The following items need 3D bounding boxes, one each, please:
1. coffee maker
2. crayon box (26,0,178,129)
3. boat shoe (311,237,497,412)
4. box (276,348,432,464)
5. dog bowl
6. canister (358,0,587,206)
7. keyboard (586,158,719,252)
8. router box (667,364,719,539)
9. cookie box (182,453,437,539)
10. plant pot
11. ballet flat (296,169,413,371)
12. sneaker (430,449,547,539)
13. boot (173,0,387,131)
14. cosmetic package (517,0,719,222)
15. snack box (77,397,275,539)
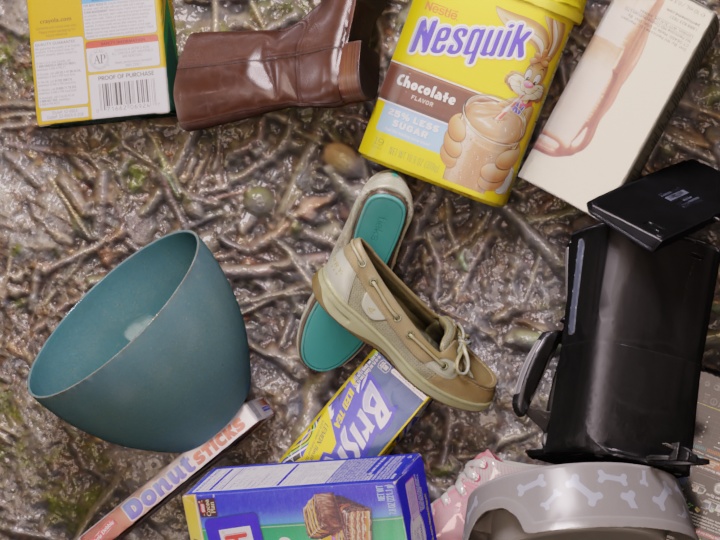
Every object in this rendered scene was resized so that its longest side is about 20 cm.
[{"bbox_3d":[0.236,0.067,1.643,0.192,0.135,0.200,-2,74,46],"label":"coffee maker"},{"bbox_3d":[-0.236,-0.235,1.800,0.125,0.052,0.200,-5,91,10],"label":"crayon box"},{"bbox_3d":[0.050,0.049,1.715,0.201,0.073,0.063,39,114,-16],"label":"boat shoe"},{"bbox_3d":[-0.020,0.162,1.763,0.070,0.064,0.200,41,96,7],"label":"box"},{"bbox_3d":[0.177,0.208,1.618,0.200,0.200,0.059,-7,68,10],"label":"dog bowl"},{"bbox_3d":[0.096,-0.171,1.728,0.148,0.087,0.200,21,96,9],"label":"canister"},{"bbox_3d":[0.281,-0.045,1.641,0.127,0.200,0.021,29,119,26],"label":"keyboard"},{"bbox_3d":[0.347,0.181,1.701,0.200,0.062,0.150,21,94,9],"label":"router box"},{"bbox_3d":[-0.037,0.254,1.690,0.200,0.075,0.172,-7,101,22],"label":"cookie box"},{"bbox_3d":[-0.174,0.082,1.739,0.200,0.200,0.135,-39,110,8],"label":"plant pot"},{"bbox_3d":[0.000,0.000,1.757,0.067,0.062,0.200,22,116,-9],"label":"ballet flat"},{"bbox_3d":[0.082,0.212,1.742,0.200,0.075,0.105,-6,90,5],"label":"sneaker"},{"bbox_3d":[-0.078,-0.220,1.771,0.200,0.064,0.187,-6,64,26],"label":"boot"},{"bbox_3d":[0.223,-0.146,1.699,0.087,0.103,0.200,28,94,10],"label":"cosmetic package"},{"bbox_3d":[-0.166,0.186,1.784,0.200,0.072,0.024,-39,85,8],"label":"snack box"}]
